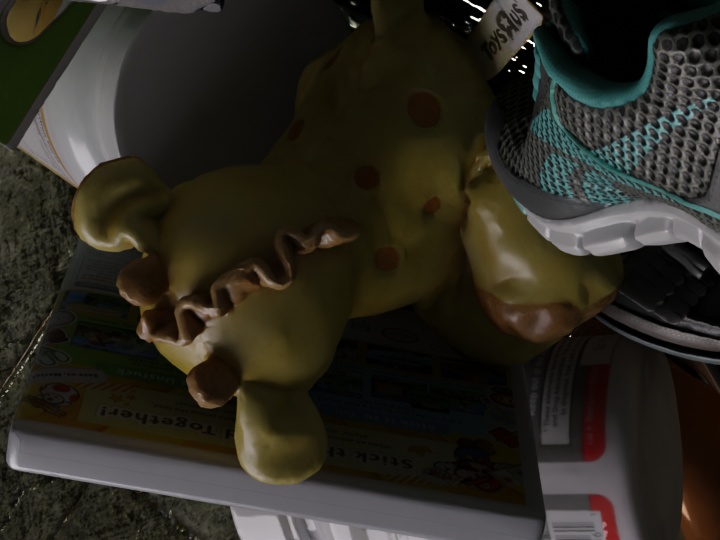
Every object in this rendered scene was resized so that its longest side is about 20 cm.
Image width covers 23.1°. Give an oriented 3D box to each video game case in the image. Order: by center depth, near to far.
[{"bbox_3d":[-0.029,0.042,0.722,0.200,0.023,0.182,11,-154,-4],"label":"video game case"}]

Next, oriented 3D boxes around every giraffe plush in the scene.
[{"bbox_3d":[-0.013,-0.009,0.657,0.173,0.162,0.200,44,161,20],"label":"giraffe plush"}]

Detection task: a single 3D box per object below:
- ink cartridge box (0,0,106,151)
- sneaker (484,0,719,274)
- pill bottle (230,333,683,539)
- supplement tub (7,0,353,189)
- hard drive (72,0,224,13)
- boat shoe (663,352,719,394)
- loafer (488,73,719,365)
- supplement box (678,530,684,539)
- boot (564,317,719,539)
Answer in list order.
[{"bbox_3d":[-0.167,-0.144,0.773,0.200,0.148,0.076,32,178,25],"label":"ink cartridge box"},{"bbox_3d":[0.079,-0.052,0.480,0.091,0.078,0.200,50,169,-19],"label":"sneaker"},{"bbox_3d":[0.046,0.091,0.844,0.200,0.114,0.114,-4,164,21],"label":"pill bottle"},{"bbox_3d":[-0.100,-0.101,0.841,0.145,0.145,0.200,34,178,-35],"label":"supplement tub"},{"bbox_3d":[-0.146,-0.139,0.550,0.200,0.038,0.140,7,158,8],"label":"hard drive"},{"bbox_3d":[0.170,0.019,0.783,0.200,0.072,0.068,42,-174,19],"label":"boat shoe"},{"bbox_3d":[0.095,-0.027,0.714,0.200,0.072,0.063,34,174,37],"label":"loafer"},{"bbox_3d":[0.149,0.141,1.052,0.200,0.200,0.134,-8,-160,-27],"label":"supplement box"},{"bbox_3d":[0.155,0.093,0.906,0.155,0.200,0.074,25,151,-16],"label":"boot"}]
